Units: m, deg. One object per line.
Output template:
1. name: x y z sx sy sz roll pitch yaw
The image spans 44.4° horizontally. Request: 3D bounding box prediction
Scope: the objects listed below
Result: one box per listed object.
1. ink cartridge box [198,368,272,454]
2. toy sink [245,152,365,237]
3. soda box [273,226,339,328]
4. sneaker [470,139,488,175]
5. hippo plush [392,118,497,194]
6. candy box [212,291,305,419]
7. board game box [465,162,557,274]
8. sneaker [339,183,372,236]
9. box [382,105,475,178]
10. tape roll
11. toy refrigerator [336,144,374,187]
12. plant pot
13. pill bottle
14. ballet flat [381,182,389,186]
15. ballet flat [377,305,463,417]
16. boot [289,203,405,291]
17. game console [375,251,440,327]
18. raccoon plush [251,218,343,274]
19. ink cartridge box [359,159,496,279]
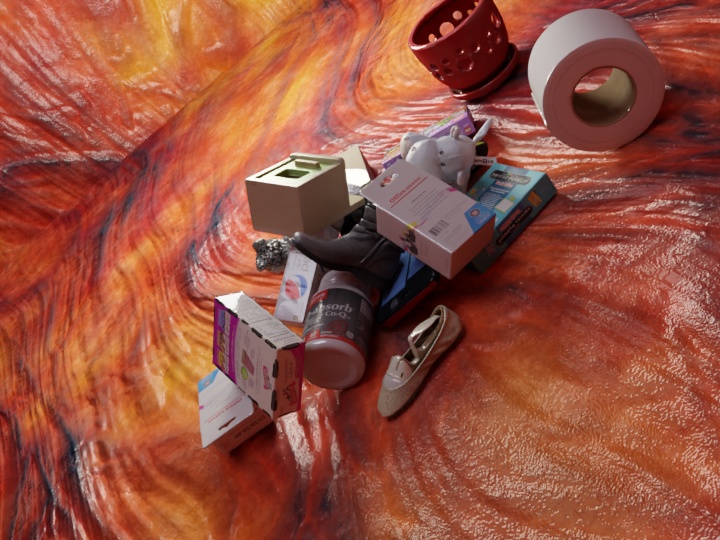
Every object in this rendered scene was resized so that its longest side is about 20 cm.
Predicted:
1. ink cartridge box: -0.223 0.244 1.572 0.115 0.068 0.200 -36 28 8
2. toy sink: -0.100 -0.153 1.665 0.130 0.112 0.200 12 30 35
3. soda box: -0.102 0.008 1.678 0.068 0.064 0.201 7 76 26
4. sneaker: 0.152 -0.212 1.721 0.199 0.074 0.081 -23 53 11
5. hippo plush: 0.156 -0.179 1.586 0.199 0.160 0.161 -8 10 3
6. candy box: -0.174 0.139 1.486 0.061 0.137 0.200 -14 33 -35
7. board game box: 0.224 -0.094 1.534 0.200 0.047 0.151 -46 28 -9
8. sneaker: 0.028 -0.096 1.751 0.200 0.075 0.114 25 97 35
9. box: 0.143 -0.269 1.829 0.200 0.039 0.137 -28 15 14
10. tape roll: 0.392 -0.319 1.480 0.202 0.203 0.139 -31 30 18
11. toy refrigerator: -0.009 -0.195 1.935 0.076 0.070 0.200 -29 31 7
12. plant pot: 0.230 -0.483 1.919 0.200 0.183 0.201 -29 30 19
13. pill bottle: -0.039 0.096 1.519 0.116 0.116 0.200 -25 33 27
14. ballet flat: 0.104 -0.185 1.793 0.200 0.057 0.067 -33 27 15
15. ballet flat: 0.081 0.137 1.375 0.200 0.062 0.067 -50 30 -15
16. boot: -0.011 -0.060 1.508 0.132 0.199 0.070 -64 19 11
17. game console: 0.089 -0.012 1.521 0.177 0.031 0.200 -49 23 46
18. raccoon plush: -0.135 -0.067 1.782 0.200 0.134 0.097 -62 34 35
19. ink cartridge box: 0.106 -0.088 1.440 0.200 0.068 0.115 35 59 26
